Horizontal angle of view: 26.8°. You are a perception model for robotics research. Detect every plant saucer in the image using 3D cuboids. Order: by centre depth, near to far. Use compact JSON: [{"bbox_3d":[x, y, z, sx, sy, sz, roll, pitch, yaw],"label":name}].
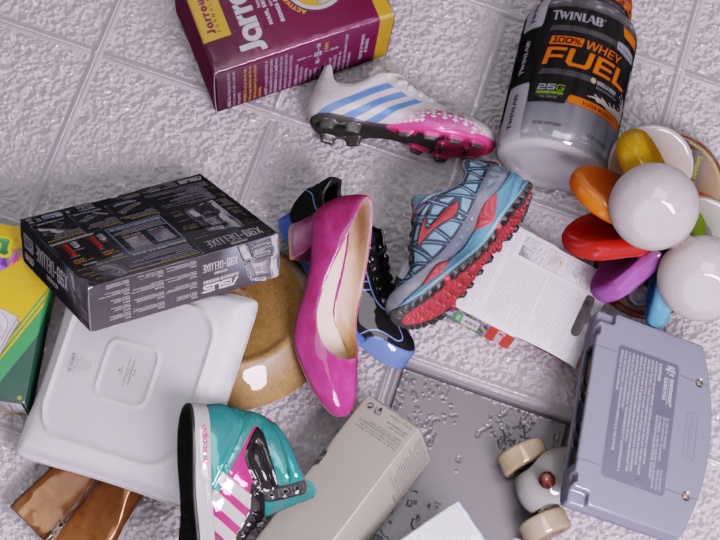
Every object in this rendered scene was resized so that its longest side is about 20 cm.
[{"bbox_3d":[-0.125,0.041,1.463,0.198,0.036,0.202,2,53,-3],"label":"plant saucer"}]

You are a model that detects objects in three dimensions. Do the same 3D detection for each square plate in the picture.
[{"bbox_3d":[-0.213,0.099,1.406,0.196,0.028,0.202,13,79,20],"label":"square plate"}]

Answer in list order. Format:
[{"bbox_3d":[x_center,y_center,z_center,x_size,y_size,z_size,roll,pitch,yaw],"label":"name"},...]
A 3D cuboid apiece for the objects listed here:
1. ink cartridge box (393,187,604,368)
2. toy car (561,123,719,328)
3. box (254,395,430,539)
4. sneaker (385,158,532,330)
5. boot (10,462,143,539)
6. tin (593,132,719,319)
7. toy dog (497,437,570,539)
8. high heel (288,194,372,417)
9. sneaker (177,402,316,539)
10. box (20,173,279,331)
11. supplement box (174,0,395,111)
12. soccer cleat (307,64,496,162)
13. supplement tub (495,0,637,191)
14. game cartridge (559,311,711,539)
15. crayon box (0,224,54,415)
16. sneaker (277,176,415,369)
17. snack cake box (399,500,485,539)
[{"bbox_3d":[0.144,0.013,1.519,0.199,0.050,0.110,28,72,3],"label":"ink cartridge box"},{"bbox_3d":[0.275,-0.030,1.450,0.149,0.175,0.201,-32,104,20],"label":"toy car"},{"bbox_3d":[-0.021,0.223,1.415,0.068,0.082,0.200,31,70,25],"label":"box"},{"bbox_3d":[0.079,-0.028,1.472,0.095,0.080,0.200,34,66,21],"label":"sneaker"},{"bbox_3d":[-0.200,0.206,1.420,0.188,0.069,0.201,37,74,7],"label":"boot"},{"bbox_3d":[0.308,-0.046,1.558,0.111,0.042,0.202,18,72,6],"label":"tin"},{"bbox_3d":[0.224,0.182,1.446,0.200,0.096,0.132,-40,79,-15],"label":"toy dog"},{"bbox_3d":[-0.012,0.031,1.421,0.067,0.095,0.202,14,62,-45],"label":"high heel"},{"bbox_3d":[-0.100,0.218,1.346,0.119,0.083,0.203,0,88,-21],"label":"sneaker"},{"bbox_3d":[-0.198,-0.022,1.426,0.198,0.050,0.157,-17,34,-30],"label":"box"},{"bbox_3d":[-0.080,-0.268,1.563,0.198,0.103,0.132,-20,76,-10],"label":"supplement box"},{"bbox_3d":[0.046,-0.168,1.558,0.198,0.070,0.087,9,72,-1],"label":"soccer cleat"},{"bbox_3d":[0.215,-0.194,1.553,0.121,0.123,0.202,14,72,0],"label":"supplement tub"},{"bbox_3d":[0.264,0.148,1.420,0.132,0.041,0.202,18,61,-6],"label":"game cartridge"},{"bbox_3d":[-0.403,0.038,1.462,0.198,0.058,0.175,8,72,-2],"label":"crayon box"},{"bbox_3d":[0.000,0.000,1.488,0.078,0.070,0.201,-43,76,24],"label":"sneaker"},{"bbox_3d":[0.096,0.329,1.382,0.114,0.067,0.201,-31,77,-15],"label":"snack cake box"}]
